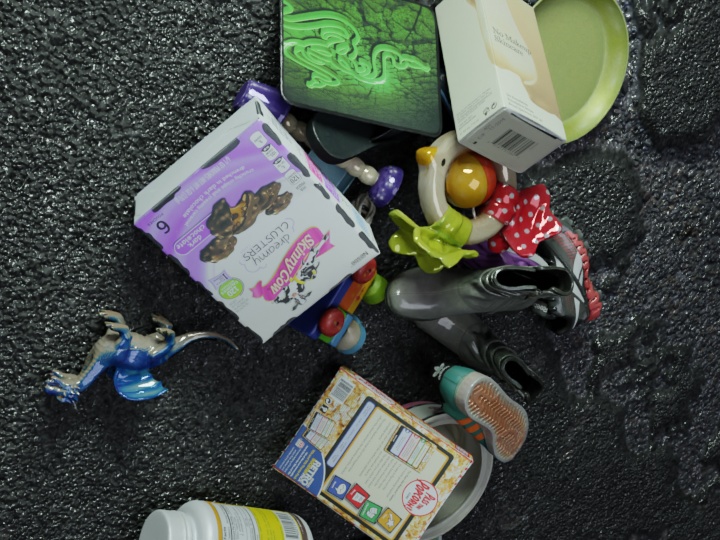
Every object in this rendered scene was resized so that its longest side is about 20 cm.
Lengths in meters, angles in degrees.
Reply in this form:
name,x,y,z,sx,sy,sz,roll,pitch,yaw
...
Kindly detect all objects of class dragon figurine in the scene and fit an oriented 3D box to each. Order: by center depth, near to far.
name,x,y,z,sx,sy,sz,roll,pitch,yaw
dragon figurine,-0.239,0.101,1.008,0.199,0.059,0.100,5,108,-33

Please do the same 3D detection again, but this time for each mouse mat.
name,x,y,z,sx,sy,sz,roll,pitch,yaw
mouse mat,0.004,-0.231,0.989,0.199,0.008,0.162,7,73,-29

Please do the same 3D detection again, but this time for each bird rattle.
name,x,y,z,sx,sy,sz,roll,pitch,yaw
bird rattle,0.131,-0.078,1.039,0.199,0.113,0.164,-18,109,-21

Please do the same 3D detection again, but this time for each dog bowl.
name,x,y,z,sx,sy,sz,roll,pitch,yaw
dog bowl,0.081,0.267,1.270,0.199,0.074,0.201,-12,116,-27

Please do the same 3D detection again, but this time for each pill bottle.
name,x,y,z,sx,sy,sz,roll,pitch,yaw
pill bottle,-0.162,0.339,1.128,0.199,0.109,0.110,19,100,-36

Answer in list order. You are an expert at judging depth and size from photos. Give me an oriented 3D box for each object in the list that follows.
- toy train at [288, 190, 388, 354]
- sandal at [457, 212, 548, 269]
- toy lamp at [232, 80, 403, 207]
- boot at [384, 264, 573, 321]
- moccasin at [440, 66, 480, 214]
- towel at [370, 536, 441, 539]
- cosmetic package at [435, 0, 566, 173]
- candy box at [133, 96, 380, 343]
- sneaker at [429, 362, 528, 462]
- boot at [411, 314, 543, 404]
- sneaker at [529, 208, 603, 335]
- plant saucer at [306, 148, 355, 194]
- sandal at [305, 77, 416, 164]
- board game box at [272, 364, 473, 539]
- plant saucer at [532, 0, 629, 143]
name,x,y,z,sx,sy,sz,roll,pitch,yaw
toy train,0.000,0.000,1.110,0.201,0.084,0.116,-59,144,-7
sandal,0.163,-0.007,1.196,0.202,0.082,0.050,27,55,-28
toy lamp,-0.046,-0.138,1.009,0.199,0.058,0.058,29,94,-22
boot,0.137,0.015,1.093,0.199,0.131,0.068,-1,79,-16
moccasin,0.121,-0.148,1.124,0.068,0.080,0.201,-23,107,-18
towel,0.025,0.441,1.344,0.199,0.031,0.150,-9,112,-26
cosmetic package,0.152,-0.219,1.028,0.105,0.201,0.071,18,142,-36
candy box,-0.106,-0.048,0.976,0.168,0.072,0.200,-38,119,10
sneaker,0.153,0.176,1.201,0.071,0.080,0.200,-49,136,-12
boot,0.153,0.090,1.192,0.200,0.131,0.068,39,87,-37
sneaker,0.267,0.010,1.275,0.098,0.071,0.201,-37,126,-16
plant saucer,-0.086,-0.052,1.064,0.070,0.019,0.200,37,90,-37
sandal,0.023,-0.171,1.011,0.075,0.048,0.200,55,47,-4
board game box,0.016,0.237,1.160,0.200,0.046,0.152,35,91,4
plant saucer,0.254,-0.260,1.176,0.199,0.031,0.201,-13,116,-28
